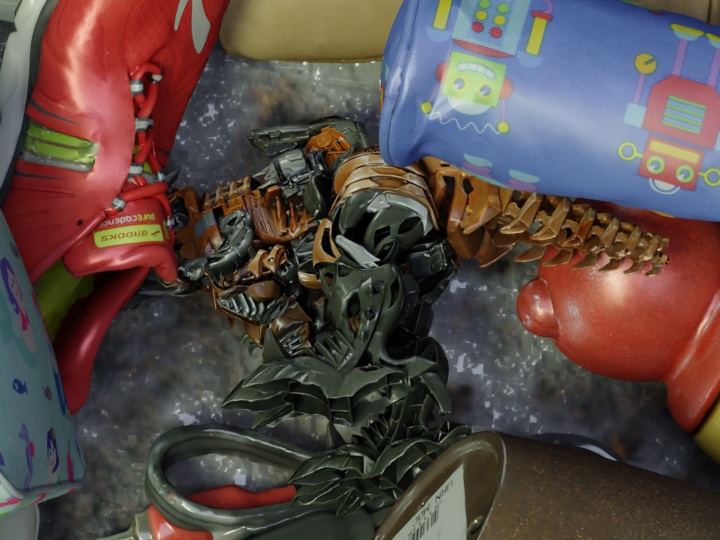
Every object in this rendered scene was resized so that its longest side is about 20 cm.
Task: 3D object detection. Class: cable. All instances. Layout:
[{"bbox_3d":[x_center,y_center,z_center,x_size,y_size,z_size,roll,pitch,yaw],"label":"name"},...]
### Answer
[{"bbox_3d":[-0.002,0.090,1.060,0.200,0.050,0.097,-16,71,-18],"label":"cable"}]

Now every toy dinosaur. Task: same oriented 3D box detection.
[{"bbox_3d":[0.000,0.000,1.006,0.102,0.200,0.136,35,50,-42],"label":"toy dinosaur"}]

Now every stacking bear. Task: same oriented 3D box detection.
[{"bbox_3d":[0.157,0.032,1.036,0.200,0.114,0.122,27,85,2],"label":"stacking bear"}]

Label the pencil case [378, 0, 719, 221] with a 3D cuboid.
[{"bbox_3d":[0.106,-0.051,0.966,0.199,0.087,0.078,15,98,3],"label":"pencil case"}]

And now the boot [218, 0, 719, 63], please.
[{"bbox_3d":[0.048,-0.153,1.010,0.199,0.066,0.176,6,101,15],"label":"boot"}]

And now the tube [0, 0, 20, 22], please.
[{"bbox_3d":[-0.109,-0.189,1.021,0.077,0.050,0.201,8,81,-3],"label":"tube"}]

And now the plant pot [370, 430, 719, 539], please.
[{"bbox_3d":[0.096,0.145,0.961,0.200,0.187,0.187,35,84,-15],"label":"plant pot"}]

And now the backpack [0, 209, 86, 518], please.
[{"bbox_3d":[-0.182,0.020,0.908,0.150,0.178,0.200,-27,84,3],"label":"backpack"}]

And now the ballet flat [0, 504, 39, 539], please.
[{"bbox_3d":[-0.155,0.082,1.028,0.067,0.067,0.200,-31,88,-27],"label":"ballet flat"}]

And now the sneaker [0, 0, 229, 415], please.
[{"bbox_3d":[-0.084,-0.034,0.988,0.077,0.085,0.200,6,117,-41],"label":"sneaker"}]
